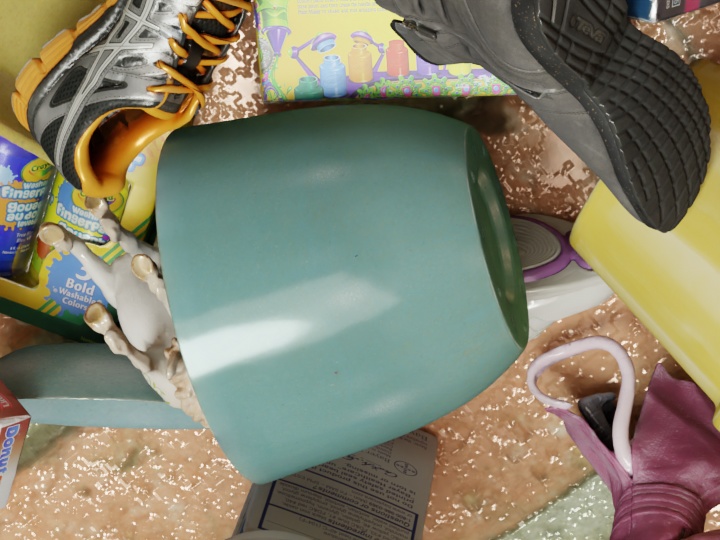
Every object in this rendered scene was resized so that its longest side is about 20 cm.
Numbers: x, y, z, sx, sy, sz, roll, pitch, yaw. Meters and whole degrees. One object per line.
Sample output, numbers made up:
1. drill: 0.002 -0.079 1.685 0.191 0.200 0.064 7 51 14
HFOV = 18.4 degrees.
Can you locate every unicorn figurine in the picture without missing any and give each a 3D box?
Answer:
1. unicorn figurine: -0.113 0.013 1.242 0.074 0.201 0.137 -25 139 17

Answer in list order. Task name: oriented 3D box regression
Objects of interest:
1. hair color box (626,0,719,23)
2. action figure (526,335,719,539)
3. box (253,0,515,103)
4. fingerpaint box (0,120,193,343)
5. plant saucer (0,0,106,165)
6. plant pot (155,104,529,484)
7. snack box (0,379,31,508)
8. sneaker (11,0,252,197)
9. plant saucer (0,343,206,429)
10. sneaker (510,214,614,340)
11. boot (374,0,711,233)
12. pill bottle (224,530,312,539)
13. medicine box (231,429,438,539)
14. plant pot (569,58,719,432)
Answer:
1. hair color box: 0.190 -0.199 1.154 0.060 0.200 0.101 18 118 39
2. action figure: 0.175 0.140 1.281 0.134 0.200 0.149 -26 120 29
3. box: 0.045 -0.202 1.212 0.199 0.122 0.194 0 111 9
4. fingerpaint box: -0.213 -0.067 1.326 0.199 0.073 0.168 21 113 -1
5. plant saucer: -0.164 -0.172 1.187 0.048 0.200 0.200 37 94 32
6. plant pot: 0.000 0.000 1.205 0.160 0.201 0.201 -14 109 12
7. snack box: -0.258 0.047 1.268 0.200 0.024 0.072 45 131 29
8. sneaker: -0.099 -0.118 1.153 0.200 0.078 0.077 -46 55 28
9. plant saucer: -0.148 0.068 1.325 0.200 0.201 0.039 1 81 7
10. sneaker: 0.067 0.028 1.338 0.199 0.075 0.100 -15 127 13
11. boot: 0.092 -0.104 1.133 0.131 0.070 0.200 17 153 43
12. pill bottle: -0.058 0.225 1.132 0.112 0.200 0.113 3 111 7
13. medicine box: -0.037 0.199 1.336 0.102 0.200 0.183 21 112 -1
14. plant pot: 0.227 -0.012 1.234 0.189 0.201 0.201 36 112 11
